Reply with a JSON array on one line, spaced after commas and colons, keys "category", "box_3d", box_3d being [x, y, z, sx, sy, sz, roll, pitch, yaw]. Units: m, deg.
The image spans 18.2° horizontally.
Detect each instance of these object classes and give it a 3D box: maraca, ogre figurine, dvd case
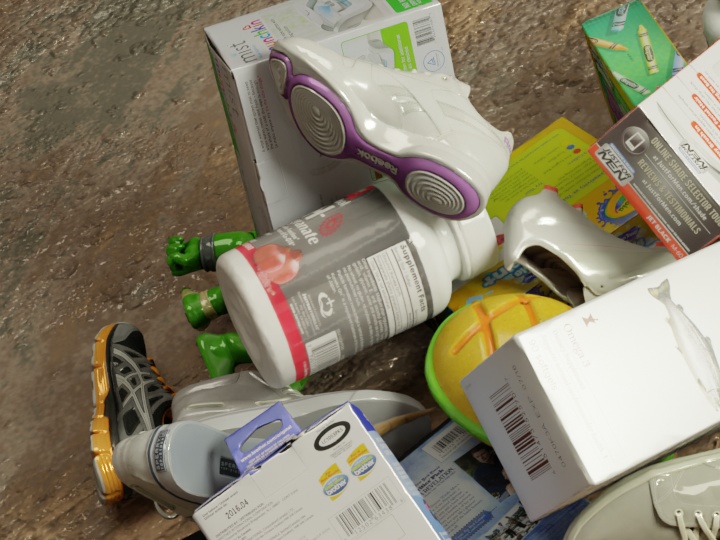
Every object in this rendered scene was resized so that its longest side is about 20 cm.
[{"category": "maraca", "box_3d": [0.145, 0.085, 1.666, 0.199, 0.107, 0.137, 20, 56, 10]}, {"category": "ogre figurine", "box_3d": [-0.081, 0.036, 1.857, 0.119, 0.098, 0.200, -24, 35, 0]}, {"category": "dvd case", "box_3d": [0.078, 0.190, 1.639, 0.142, 0.018, 0.200, -38, 39, -18]}]

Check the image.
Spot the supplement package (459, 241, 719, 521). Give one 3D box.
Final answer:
[{"category": "supplement package", "box_3d": [0.193, 0.074, 1.567, 0.199, 0.117, 0.117, -24, -11, -24]}]

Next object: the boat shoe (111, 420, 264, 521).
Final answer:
[{"category": "boat shoe", "box_3d": [-0.112, 0.160, 1.649, 0.086, 0.202, 0.075, -8, 71, 33]}]

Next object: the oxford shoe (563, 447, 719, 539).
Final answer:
[{"category": "oxford shoe", "box_3d": [0.234, 0.166, 1.537, 0.199, 0.075, 0.058, -19, 41, 1]}]

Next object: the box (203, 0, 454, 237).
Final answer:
[{"category": "box", "box_3d": [-0.012, -0.114, 1.781, 0.176, 0.201, 0.097, -19, 32, -9]}]

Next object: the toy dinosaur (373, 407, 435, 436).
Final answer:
[{"category": "toy dinosaur", "box_3d": [-0.016, 0.163, 1.645, 0.060, 0.106, 0.201, -20, 43, 38]}]

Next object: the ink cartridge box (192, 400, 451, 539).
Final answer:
[{"category": "ink cartridge box", "box_3d": [-0.021, 0.183, 1.538, 0.136, 0.200, 0.076, -35, -7, 0]}]

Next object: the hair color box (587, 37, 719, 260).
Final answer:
[{"category": "hair color box", "box_3d": [0.263, -0.099, 1.666, 0.064, 0.111, 0.200, -41, -3, 39]}]

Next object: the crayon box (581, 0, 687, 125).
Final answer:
[{"category": "crayon box", "box_3d": [0.251, -0.124, 1.860, 0.058, 0.119, 0.200, -23, 36, 1]}]

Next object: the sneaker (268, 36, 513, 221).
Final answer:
[{"category": "sneaker", "box_3d": [0.023, -0.117, 1.675, 0.200, 0.075, 0.100, 34, 53, 6]}]

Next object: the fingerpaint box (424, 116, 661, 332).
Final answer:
[{"category": "fingerpaint box", "box_3d": [0.141, -0.017, 1.821, 0.200, 0.074, 0.167, -35, 36, -12]}]

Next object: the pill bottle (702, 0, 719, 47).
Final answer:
[{"category": "pill bottle", "box_3d": [0.339, -0.179, 1.810, 0.110, 0.201, 0.111, -14, 37, 11]}]

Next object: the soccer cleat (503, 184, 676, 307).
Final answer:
[{"category": "soccer cleat", "box_3d": [0.198, 0.007, 1.705, 0.199, 0.069, 0.078, 24, 57, -7]}]

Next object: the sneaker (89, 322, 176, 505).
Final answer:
[{"category": "sneaker", "box_3d": [-0.181, 0.116, 1.842, 0.077, 0.079, 0.201, -8, 40, -1]}]

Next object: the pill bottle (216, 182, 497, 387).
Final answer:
[{"category": "pill bottle", "box_3d": [0.000, 0.000, 1.710, 0.199, 0.111, 0.111, -25, 35, -12]}]

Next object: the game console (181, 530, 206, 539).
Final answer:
[{"category": "game console", "box_3d": [-0.162, 0.290, 1.645, 0.199, 0.117, 0.176, -30, 66, -9]}]

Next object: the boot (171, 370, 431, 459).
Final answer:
[{"category": "boot", "box_3d": [-0.050, 0.109, 1.743, 0.199, 0.074, 0.096, -5, 31, -8]}]
